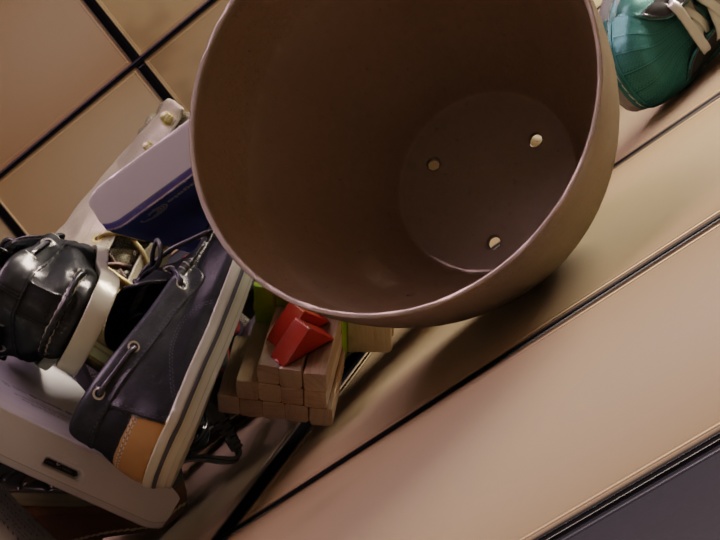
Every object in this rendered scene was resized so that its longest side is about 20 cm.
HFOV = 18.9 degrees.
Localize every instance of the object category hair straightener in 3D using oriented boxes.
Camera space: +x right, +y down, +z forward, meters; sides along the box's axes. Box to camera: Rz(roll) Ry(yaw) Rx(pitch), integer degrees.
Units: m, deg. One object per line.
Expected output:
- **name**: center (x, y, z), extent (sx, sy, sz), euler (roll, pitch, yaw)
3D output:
- **hair straightener**: center (-0.087, 0.063, 1.161), extent (0.077, 0.041, 0.200), euler (-63, 20, 17)

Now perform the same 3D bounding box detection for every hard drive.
- **hard drive**: center (-0.056, -0.057, 1.172), extent (0.132, 0.025, 0.200), euler (-35, -12, 9)
- **hard drive**: center (-0.185, 0.062, 1.122), extent (0.027, 0.132, 0.200), euler (-59, 32, 3)

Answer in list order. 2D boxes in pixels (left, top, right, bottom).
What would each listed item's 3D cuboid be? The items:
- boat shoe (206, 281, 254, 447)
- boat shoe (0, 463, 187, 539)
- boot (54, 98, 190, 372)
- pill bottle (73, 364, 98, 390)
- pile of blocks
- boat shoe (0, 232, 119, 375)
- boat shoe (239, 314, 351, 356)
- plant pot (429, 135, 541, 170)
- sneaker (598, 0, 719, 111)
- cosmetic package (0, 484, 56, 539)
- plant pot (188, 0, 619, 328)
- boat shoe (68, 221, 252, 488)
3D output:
- **boat shoe**: center (-0.075, 0.046, 1.277), extent (0.201, 0.072, 0.066), euler (-38, 0, -35)
- **boat shoe**: center (-0.175, 0.137, 1.198), extent (0.199, 0.074, 0.076), euler (-5, 18, 37)
- **boot**: center (-0.133, -0.024, 1.291), extent (0.155, 0.072, 0.200), euler (-50, 17, 3)
- **pill bottle**: center (-0.198, 0.104, 1.406), extent (0.200, 0.106, 0.106), euler (-36, 7, 19)
- **pile of blocks**: center (-0.005, -0.003, 1.106), extent (0.200, 0.082, 0.062), euler (-44, -34, -40)
- **boat shoe**: center (-0.171, 0.012, 1.111), extent (0.075, 0.066, 0.199), euler (-64, 13, 2)
- **boat shoe**: center (0.000, 0.000, 1.223), extent (0.057, 0.069, 0.200), euler (-34, 15, 44)
- **plant pot**: center (0.039, -0.109, 1.364), extent (0.200, 0.188, 0.187), euler (-8, 28, 47)
- **sneaker**: center (0.203, -0.167, 1.210), extent (0.080, 0.071, 0.200), euler (-15, 30, 51)
- **cosmetic package**: center (-0.250, 0.158, 1.033), extent (0.166, 0.167, 0.200), euler (-42, 7, -1)
- **plant pot**: center (0.038, -0.060, 1.016), extent (0.200, 0.201, 0.134), euler (-37, -26, 11)
- **boat shoe**: center (-0.091, 0.022, 1.064), extent (0.200, 0.062, 0.075), euler (-71, 1, -46)
